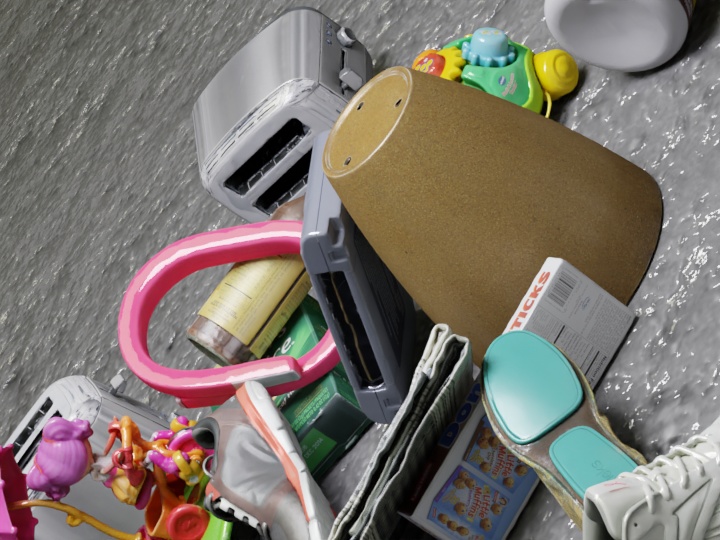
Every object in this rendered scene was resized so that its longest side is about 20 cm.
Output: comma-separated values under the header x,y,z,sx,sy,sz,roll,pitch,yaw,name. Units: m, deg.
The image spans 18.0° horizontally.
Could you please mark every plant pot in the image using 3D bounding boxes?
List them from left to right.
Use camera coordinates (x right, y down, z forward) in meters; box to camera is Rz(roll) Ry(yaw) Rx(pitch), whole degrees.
x,y,z,sx,sy,sz,roll,pitch,yaw,name
0.075,-0.049,1.597,0.186,0.200,0.187,-41,28,28,plant pot

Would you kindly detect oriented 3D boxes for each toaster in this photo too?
x,y,z,sx,sy,sz,roll,pitch,yaw,name
-0.237,0.186,1.926,0.200,0.129,0.114,-53,24,2,toaster
-0.075,-0.130,2.040,0.200,0.114,0.129,-40,31,24,toaster

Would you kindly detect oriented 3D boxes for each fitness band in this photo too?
x,y,z,sx,sy,sz,roll,pitch,yaw,name
-0.093,0.033,1.780,0.200,0.037,0.144,-9,58,16,fitness band

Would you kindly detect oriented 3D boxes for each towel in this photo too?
x,y,z,sx,sy,sz,roll,pitch,yaw,name
0.022,0.138,1.531,0.193,0.034,0.200,-60,-10,-11,towel

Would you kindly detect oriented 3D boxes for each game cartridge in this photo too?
x,y,z,sx,sy,sz,roll,pitch,yaw,name
0.000,0.000,1.684,0.041,0.200,0.133,-5,43,17,game cartridge

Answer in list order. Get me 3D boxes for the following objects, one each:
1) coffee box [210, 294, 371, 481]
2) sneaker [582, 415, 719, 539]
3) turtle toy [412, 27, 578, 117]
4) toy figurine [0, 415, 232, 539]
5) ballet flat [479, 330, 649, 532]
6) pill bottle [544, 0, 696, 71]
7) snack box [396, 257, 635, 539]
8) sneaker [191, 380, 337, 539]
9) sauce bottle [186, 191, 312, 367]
x,y,z,sx,sy,sz,roll,pitch,yaw,name
-0.062,0.103,1.824,0.123,0.044,0.200,-48,26,13,coffee box
0.180,0.137,1.300,0.200,0.099,0.078,-56,25,-3,sneaker
0.076,-0.111,1.784,0.146,0.101,0.200,-17,44,52,turtle toy
-0.200,0.171,1.757,0.200,0.184,0.150,-64,22,20,toy figurine
0.134,0.114,1.429,0.071,0.071,0.200,-50,37,10,ballet flat
0.212,-0.256,1.722,0.109,0.109,0.200,-23,40,48,pill bottle
0.105,0.094,1.514,0.200,0.072,0.024,-59,25,-9,snack box
-0.070,0.172,1.666,0.082,0.077,0.200,-29,43,0,sneaker
-0.061,-0.008,1.846,0.200,0.065,0.065,-53,25,-11,sauce bottle
